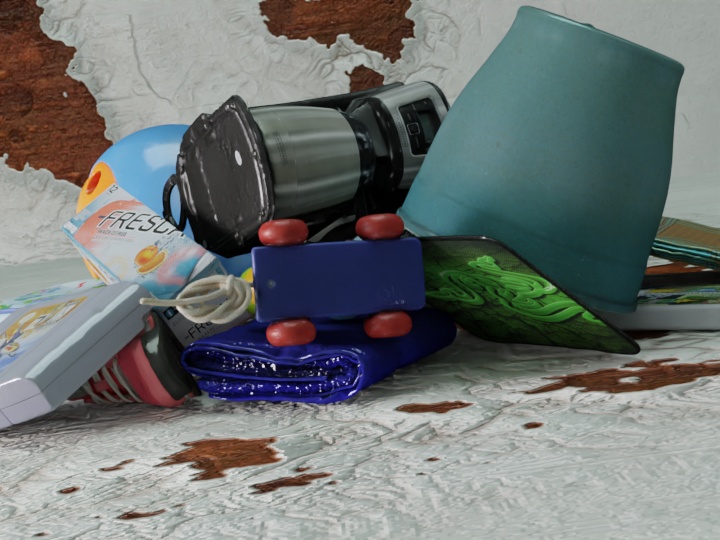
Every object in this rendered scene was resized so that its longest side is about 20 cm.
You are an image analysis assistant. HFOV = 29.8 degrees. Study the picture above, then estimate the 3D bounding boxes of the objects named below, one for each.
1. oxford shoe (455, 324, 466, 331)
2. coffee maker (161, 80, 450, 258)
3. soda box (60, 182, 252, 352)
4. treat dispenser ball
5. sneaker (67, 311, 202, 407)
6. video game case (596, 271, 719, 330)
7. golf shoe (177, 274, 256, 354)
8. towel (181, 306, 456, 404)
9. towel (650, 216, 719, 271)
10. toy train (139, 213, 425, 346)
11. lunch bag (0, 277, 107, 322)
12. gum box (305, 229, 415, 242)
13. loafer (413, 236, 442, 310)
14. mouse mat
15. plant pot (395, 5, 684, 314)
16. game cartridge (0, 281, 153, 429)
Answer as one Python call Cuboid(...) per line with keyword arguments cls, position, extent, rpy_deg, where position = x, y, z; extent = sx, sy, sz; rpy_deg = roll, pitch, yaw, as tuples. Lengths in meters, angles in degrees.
Cuboid(cls="oxford shoe", position=(0.133, -0.037, 1.201), extent=(0.071, 0.073, 0.200), rpy_deg=(12, 48, 22))
Cuboid(cls="coffee maker", position=(-0.043, -0.090, 1.140), extent=(0.199, 0.136, 0.192), rpy_deg=(-11, 14, -33))
Cuboid(cls="soda box", position=(-0.169, -0.002, 1.105), extent=(0.064, 0.069, 0.200), rpy_deg=(-42, 38, -13))
Cuboid(cls="treat dispenser ball", position=(-0.189, -0.048, 1.379), extent=(0.200, 0.202, 0.201), rpy_deg=(-7, 5, 1))
Cuboid(cls="sneaker", position=(-0.183, 0.080, 1.029), extent=(0.087, 0.074, 0.200), rpy_deg=(-32, 15, -16))
Cuboid(cls="video game case", position=(0.265, 0.025, 1.129), extent=(0.199, 0.022, 0.182), rpy_deg=(-2, 8, 39))
Cuboid(cls="golf shoe", position=(-0.117, 0.047, 1.154), extent=(0.078, 0.097, 0.200), rpy_deg=(-42, 35, -1))
Cuboid(cls="towel", position=(-0.024, 0.063, 1.019), extent=(0.147, 0.050, 0.200), rpy_deg=(3, 8, 24))
Cuboid(cls="towel", position=(0.272, -0.031, 1.189), extent=(0.199, 0.022, 0.147), rpy_deg=(13, 15, 23))
Cuboid(cls="toy train", position=(-0.065, 0.011, 0.952), extent=(0.199, 0.085, 0.116), rpy_deg=(-4, -2, -18))
Cuboid(cls="lunch bag", position=(-0.270, 0.055, 1.229), extent=(0.160, 0.083, 0.200), rpy_deg=(-4, 6, 25))
Cuboid(cls="gum box", position=(-0.016, -0.002, 1.298), extent=(0.170, 0.045, 0.200), rpy_deg=(-41, 17, -19))
Cuboid(cls="loafer", position=(0.000, 0.000, 1.133), extent=(0.199, 0.063, 0.072), rpy_deg=(-7, 42, 28))
Cuboid(cls="mouse mat", position=(0.092, 0.018, 0.994), extent=(0.161, 0.008, 0.200), rpy_deg=(35, -18, -26))
Cuboid(cls="plant pot", position=(0.153, -0.092, 1.033), extent=(0.199, 0.189, 0.200), rpy_deg=(21, 11, -4))
Cuboid(cls="game cartridge", position=(-0.250, 0.068, 0.998), extent=(0.199, 0.042, 0.133), rpy_deg=(-12, 22, 47))
